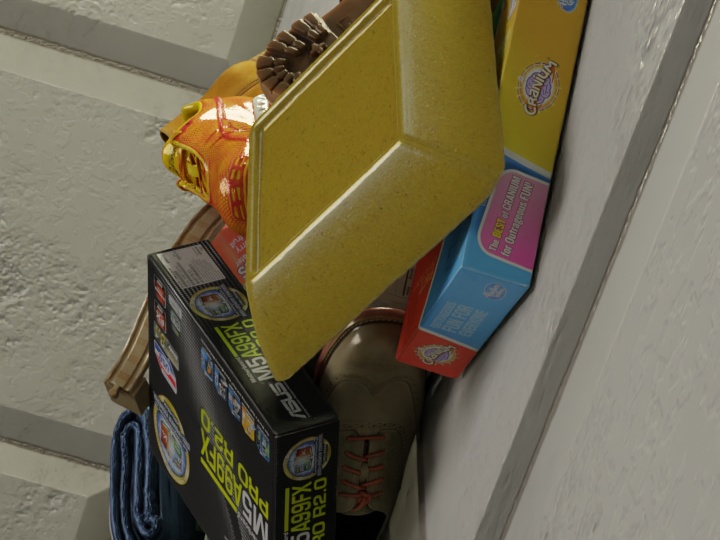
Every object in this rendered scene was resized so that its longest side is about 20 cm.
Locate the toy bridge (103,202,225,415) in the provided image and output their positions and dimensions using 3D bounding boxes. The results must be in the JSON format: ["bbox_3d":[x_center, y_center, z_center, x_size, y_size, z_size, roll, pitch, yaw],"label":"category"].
[{"bbox_3d":[-0.111,0.004,1.693,0.200,0.027,0.067,-58,-20,-22],"label":"toy bridge"}]

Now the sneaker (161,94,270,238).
[{"bbox_3d":[-0.088,-0.062,1.638,0.200,0.077,0.073,-106,10,-74],"label":"sneaker"}]

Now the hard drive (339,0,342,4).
[{"bbox_3d":[0.013,-0.191,1.911,0.200,0.033,0.140,69,-161,-69],"label":"hard drive"}]

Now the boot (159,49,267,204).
[{"bbox_3d":[-0.050,-0.091,1.795,0.144,0.071,0.201,-40,37,-10],"label":"boot"}]

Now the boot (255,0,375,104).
[{"bbox_3d":[0.028,-0.144,1.689,0.075,0.200,0.107,49,167,38],"label":"boot"}]

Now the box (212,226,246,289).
[{"bbox_3d":[-0.045,-0.036,1.860,0.200,0.102,0.095,-74,-34,-65],"label":"box"}]

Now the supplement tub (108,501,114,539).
[{"bbox_3d":[-0.114,0.174,1.976,0.200,0.145,0.146,124,161,-68],"label":"supplement tub"}]

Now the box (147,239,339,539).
[{"bbox_3d":[-0.076,0.101,1.586,0.200,0.044,0.161,51,147,46],"label":"box"}]

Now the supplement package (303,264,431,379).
[{"bbox_3d":[0.000,0.000,1.632,0.200,0.111,0.156,116,168,-58],"label":"supplement package"}]

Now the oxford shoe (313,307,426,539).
[{"bbox_3d":[0.006,0.108,1.552,0.075,0.070,0.200,-97,11,-46],"label":"oxford shoe"}]

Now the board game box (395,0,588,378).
[{"bbox_3d":[0.076,-0.057,1.463,0.153,0.040,0.201,121,163,-64],"label":"board game box"}]

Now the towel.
[{"bbox_3d":[-0.108,0.168,1.781,0.200,0.048,0.112,32,-132,-53],"label":"towel"}]

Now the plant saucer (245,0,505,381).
[{"bbox_3d":[-0.005,-0.068,1.455,0.200,0.048,0.200,-43,31,32],"label":"plant saucer"}]

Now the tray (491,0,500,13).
[{"bbox_3d":[0.100,-0.222,1.517,0.099,0.037,0.200,-42,-16,-42],"label":"tray"}]

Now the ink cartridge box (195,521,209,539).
[{"bbox_3d":[-0.050,0.138,1.732,0.059,0.103,0.200,113,169,-46],"label":"ink cartridge box"}]
